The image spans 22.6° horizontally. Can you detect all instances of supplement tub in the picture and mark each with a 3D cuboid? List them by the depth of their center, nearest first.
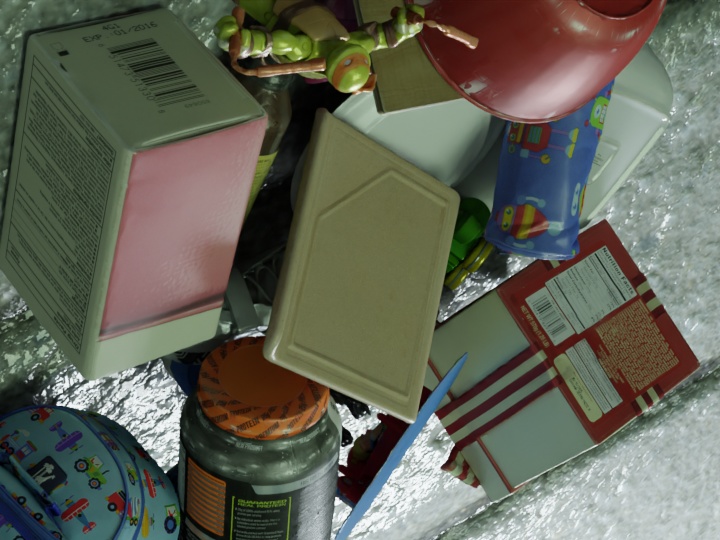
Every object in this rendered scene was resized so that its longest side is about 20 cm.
[{"bbox_3d":[-0.078,0.156,1.367,0.122,0.122,0.201,-20,134,-32],"label":"supplement tub"}]

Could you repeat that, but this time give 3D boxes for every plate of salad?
[{"bbox_3d":[0.028,-0.102,1.398,0.199,0.048,0.200,-26,150,-16],"label":"plate of salad"}]

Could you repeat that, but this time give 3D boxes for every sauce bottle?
[{"bbox_3d":[-0.087,-0.093,1.270,0.065,0.065,0.200,-5,134,-45],"label":"sauce bottle"}]

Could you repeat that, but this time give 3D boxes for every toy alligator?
[{"bbox_3d":[0.066,-0.019,1.515,0.054,0.059,0.200,-55,-176,-28],"label":"toy alligator"}]

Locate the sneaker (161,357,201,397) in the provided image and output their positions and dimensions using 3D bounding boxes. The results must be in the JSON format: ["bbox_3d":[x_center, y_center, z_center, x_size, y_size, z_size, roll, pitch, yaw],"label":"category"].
[{"bbox_3d":[-0.092,0.114,1.468,0.077,0.111,0.200,-35,147,-12],"label":"sneaker"}]

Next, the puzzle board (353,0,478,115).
[{"bbox_3d":[0.078,-0.198,1.271,0.199,0.151,0.017,-14,-178,-32],"label":"puzzle board"}]

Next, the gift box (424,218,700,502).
[{"bbox_3d":[0.146,0.082,1.592,0.200,0.185,0.187,-24,171,-36],"label":"gift box"}]

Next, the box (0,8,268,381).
[{"bbox_3d":[-0.153,-0.050,1.187,0.109,0.128,0.200,-19,142,-35],"label":"box"}]

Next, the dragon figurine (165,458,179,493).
[{"bbox_3d":[-0.215,0.189,1.432,0.200,0.099,0.059,-34,147,-15],"label":"dragon figurine"}]

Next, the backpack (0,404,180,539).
[{"bbox_3d":[-0.242,0.187,1.324,0.200,0.183,0.135,-40,155,-10],"label":"backpack"}]

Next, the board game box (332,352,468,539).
[{"bbox_3d":[0.016,0.139,1.471,0.200,0.039,0.158,-56,172,2],"label":"board game box"}]

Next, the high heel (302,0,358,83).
[{"bbox_3d":[0.047,-0.172,1.311,0.199,0.067,0.096,0,119,-41],"label":"high heel"}]

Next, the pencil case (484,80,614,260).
[{"bbox_3d":[0.152,-0.104,1.409,0.087,0.078,0.201,3,100,-56],"label":"pencil case"}]

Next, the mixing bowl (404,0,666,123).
[{"bbox_3d":[0.138,-0.208,1.237,0.200,0.201,0.108,-22,-174,-30],"label":"mixing bowl"}]

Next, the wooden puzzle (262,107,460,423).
[{"bbox_3d":[0.000,0.000,1.330,0.200,0.037,0.186,30,67,-51],"label":"wooden puzzle"}]

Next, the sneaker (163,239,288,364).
[{"bbox_3d":[-0.074,0.009,1.369,0.200,0.075,0.115,-9,158,-49],"label":"sneaker"}]

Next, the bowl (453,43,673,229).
[{"bbox_3d":[0.177,-0.113,1.532,0.200,0.075,0.200,-52,149,16],"label":"bowl"}]

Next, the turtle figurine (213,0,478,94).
[{"bbox_3d":[-0.033,-0.160,1.157,0.199,0.161,0.065,-14,139,-38],"label":"turtle figurine"}]

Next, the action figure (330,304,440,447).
[{"bbox_3d":[-0.007,0.066,1.493,0.119,0.102,0.200,-51,175,-38],"label":"action figure"}]
